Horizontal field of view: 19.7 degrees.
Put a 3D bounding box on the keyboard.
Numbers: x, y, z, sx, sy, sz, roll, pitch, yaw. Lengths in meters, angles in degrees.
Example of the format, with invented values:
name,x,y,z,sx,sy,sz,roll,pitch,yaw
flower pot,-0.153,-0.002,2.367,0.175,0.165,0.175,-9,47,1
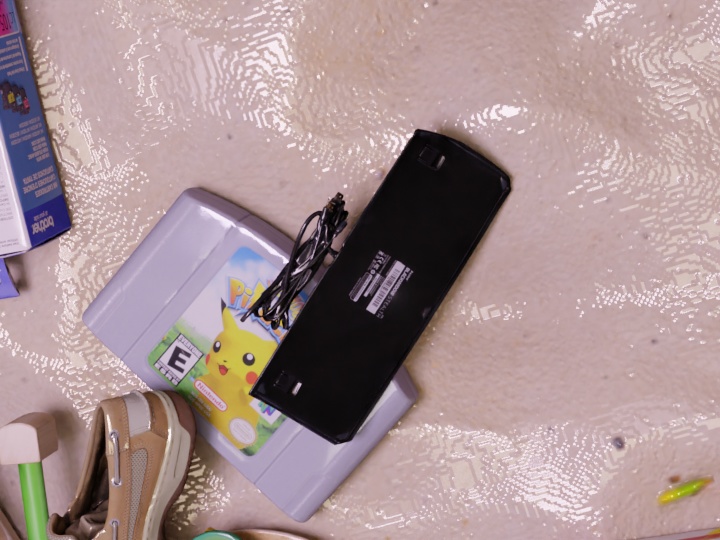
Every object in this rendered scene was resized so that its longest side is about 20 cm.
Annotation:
name,x,y,z,sx,sy,sz,roll,pitch,yaw
keyboard,0.000,0.000,1.275,0.104,0.040,0.200,33,90,-21

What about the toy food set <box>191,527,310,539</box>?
name,x,y,z,sx,sy,sz,roll,pitch,yaw
toy food set,-0.067,0.266,1.351,0.198,0.049,0.200,28,106,9

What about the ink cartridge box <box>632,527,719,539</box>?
name,x,y,z,sx,sy,sz,roll,pitch,yaw
ink cartridge box,0.205,0.209,1.220,0.199,0.145,0.084,-10,96,16

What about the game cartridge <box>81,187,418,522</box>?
name,x,y,z,sx,sy,sz,roll,pitch,yaw
game cartridge,-0.067,0.048,1.320,0.200,0.040,0.133,42,103,4

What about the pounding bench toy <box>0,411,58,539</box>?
name,x,y,z,sx,sy,sz,roll,pitch,yaw
pounding bench toy,-0.246,0.204,1.347,0.200,0.124,0.156,-33,90,18

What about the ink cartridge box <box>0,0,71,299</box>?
name,x,y,z,sx,sy,sz,roll,pitch,yaw
ink cartridge box,-0.273,-0.072,1.329,0.136,0.076,0.201,-9,98,18

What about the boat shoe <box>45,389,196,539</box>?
name,x,y,z,sx,sy,sz,roll,pitch,yaw
boat shoe,-0.166,0.168,1.313,0.072,0.076,0.201,27,110,49
